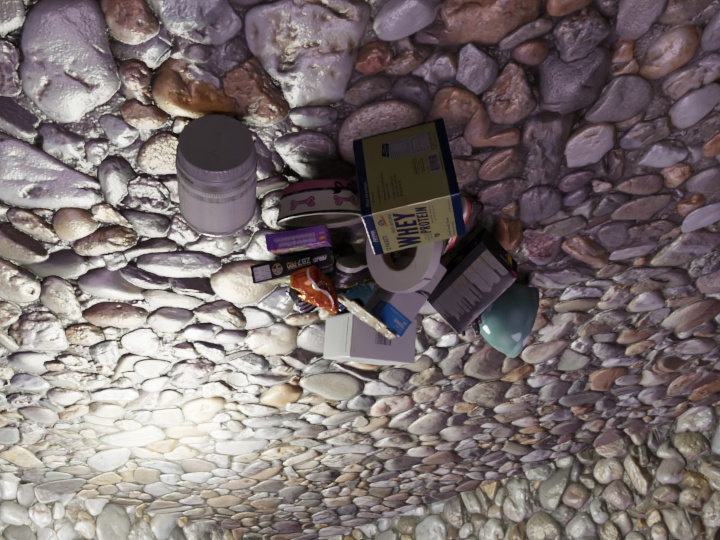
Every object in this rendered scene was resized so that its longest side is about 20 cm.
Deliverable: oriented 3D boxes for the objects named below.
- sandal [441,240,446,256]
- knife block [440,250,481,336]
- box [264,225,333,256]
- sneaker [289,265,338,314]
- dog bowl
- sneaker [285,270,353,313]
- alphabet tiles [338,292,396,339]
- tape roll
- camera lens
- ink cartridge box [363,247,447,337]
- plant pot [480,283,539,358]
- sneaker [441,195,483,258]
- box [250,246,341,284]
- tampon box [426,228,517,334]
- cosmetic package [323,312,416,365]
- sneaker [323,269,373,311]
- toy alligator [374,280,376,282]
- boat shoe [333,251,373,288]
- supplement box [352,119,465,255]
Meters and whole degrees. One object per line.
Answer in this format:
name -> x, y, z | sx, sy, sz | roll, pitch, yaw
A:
sandal -> 0.159, -0.107, 1.675 | 0.056, 0.081, 0.204 | -21, 138, -11
knife block -> 0.258, 0.073, 1.869 | 0.063, 0.180, 0.200 | -20, 144, 17
box -> -0.135, -0.065, 1.625 | 0.133, 0.040, 0.200 | -10, 178, 2
sneaker -> -0.104, 0.046, 1.669 | 0.075, 0.075, 0.200 | -14, 147, 17
dog bowl -> -0.084, -0.140, 1.522 | 0.194, 0.076, 0.200 | -4, 174, 0
sneaker -> -0.089, 0.024, 1.767 | 0.197, 0.087, 0.076 | -27, 133, -24
alphabet tiles -> 0.014, 0.111, 1.721 | 0.165, 0.006, 0.200 | 37, 171, 1
tape roll -> 0.097, -0.051, 1.633 | 0.201, 0.208, 0.037 | -33, 156, 33
camera lens -> -0.281, -0.179, 1.405 | 0.155, 0.164, 0.202 | 0, 146, -11
ink cartridge box -> 0.104, 0.049, 1.739 | 0.084, 0.202, 0.144 | 38, 173, -15
plant pot -> 0.391, 0.121, 1.974 | 0.131, 0.204, 0.202 | 20, 142, -3
sneaker -> 0.237, -0.094, 1.718 | 0.080, 0.079, 0.201 | 0, 146, -23
box -> -0.149, -0.010, 1.718 | 0.194, 0.051, 0.161 | -14, 178, 8
tampon box -> 0.273, 0.024, 1.748 | 0.126, 0.150, 0.200 | 44, 111, -2
cosmetic package -> 0.024, 0.192, 1.978 | 0.194, 0.127, 0.199 | 9, 170, -23
sneaker -> -0.055, 0.055, 1.838 | 0.195, 0.093, 0.078 | 12, 157, -21
toy alligator -> 0.042, 0.001, 1.838 | 0.195, 0.059, 0.056 | 19, 97, -19
boat shoe -> 0.000, 0.000, 1.722 | 0.199, 0.071, 0.062 | -11, 124, -55
supplement box -> 0.098, -0.169, 1.464 | 0.194, 0.204, 0.135 | -12, 145, 7
